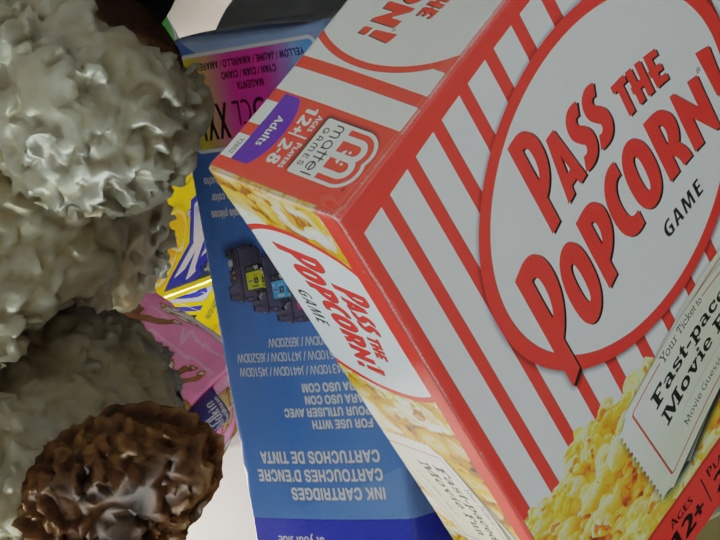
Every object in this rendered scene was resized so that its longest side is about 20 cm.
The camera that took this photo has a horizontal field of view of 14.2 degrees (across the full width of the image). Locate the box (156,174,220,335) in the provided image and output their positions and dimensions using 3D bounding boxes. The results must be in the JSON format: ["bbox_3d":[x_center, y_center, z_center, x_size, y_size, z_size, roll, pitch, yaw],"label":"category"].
[{"bbox_3d":[-0.030,-0.016,1.084,0.064,0.071,0.200,18,164,-22],"label":"box"}]

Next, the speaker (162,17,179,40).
[{"bbox_3d":[-0.131,-0.091,0.929,0.088,0.089,0.200,6,161,28],"label":"speaker"}]

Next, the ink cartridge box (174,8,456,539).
[{"bbox_3d":[0.031,0.017,0.868,0.136,0.202,0.076,-15,-171,-41],"label":"ink cartridge box"}]

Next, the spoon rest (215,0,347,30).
[{"bbox_3d":[0.000,0.000,0.942,0.060,0.201,0.099,-15,-174,39],"label":"spoon rest"}]

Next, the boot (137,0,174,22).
[{"bbox_3d":[-0.035,-0.108,0.799,0.167,0.077,0.200,13,158,20],"label":"boot"}]

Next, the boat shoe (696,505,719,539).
[{"bbox_3d":[0.126,0.028,0.924,0.073,0.202,0.063,-9,-146,-40],"label":"boat shoe"}]

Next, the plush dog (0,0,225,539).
[{"bbox_3d":[-0.103,0.033,0.807,0.160,0.173,0.200,-24,170,-13],"label":"plush dog"}]

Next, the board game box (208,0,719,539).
[{"bbox_3d":[0.058,-0.014,0.767,0.046,0.152,0.200,21,155,40],"label":"board game box"}]

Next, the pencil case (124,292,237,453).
[{"bbox_3d":[-0.134,0.013,0.987,0.199,0.083,0.087,34,179,7],"label":"pencil case"}]

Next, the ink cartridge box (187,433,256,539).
[{"bbox_3d":[0.038,0.058,1.079,0.199,0.088,0.145,-17,-169,42],"label":"ink cartridge box"}]
